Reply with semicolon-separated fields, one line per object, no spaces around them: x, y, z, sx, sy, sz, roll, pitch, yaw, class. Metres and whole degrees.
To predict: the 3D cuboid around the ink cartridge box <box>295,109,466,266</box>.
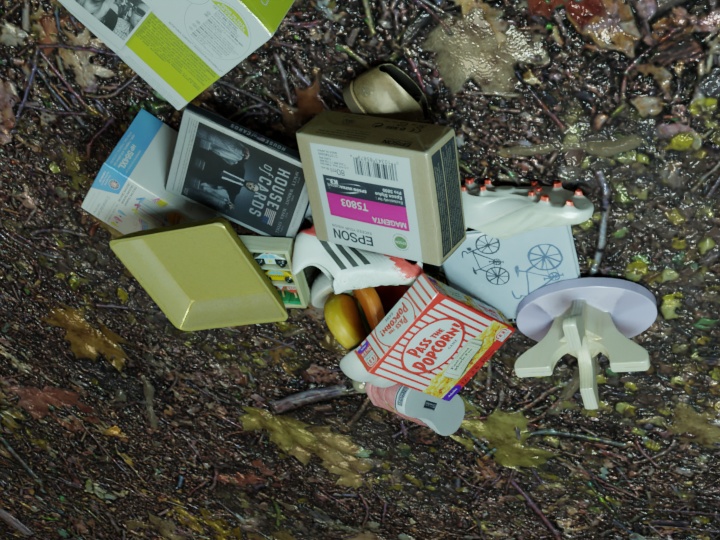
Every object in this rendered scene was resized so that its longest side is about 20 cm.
0.027;-0.107;1.359;0.199;0.075;0.166;12;128;31;ink cartridge box

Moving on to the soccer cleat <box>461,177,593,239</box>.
0.216;-0.077;1.425;0.199;0.069;0.078;8;119;29;soccer cleat

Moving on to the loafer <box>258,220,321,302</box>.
-0.106;-0.035;1.634;0.068;0.076;0.201;-3;122;40;loafer

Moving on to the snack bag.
0.215;0.004;1.534;0.198;0.022;0.189;-6;134;18;snack bag

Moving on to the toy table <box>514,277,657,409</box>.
0.316;0.094;1.506;0.199;0.118;0.184;-15;130;27;toy table

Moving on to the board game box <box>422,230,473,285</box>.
0.147;0.016;1.600;0.104;0.024;0.201;7;137;16;board game box

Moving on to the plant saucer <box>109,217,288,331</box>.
-0.221;-0.001;1.508;0.198;0.049;0.201;-8;135;27;plant saucer

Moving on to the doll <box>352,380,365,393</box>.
0.069;0.184;1.803;0.199;0.049;0.137;-11;132;34;doll

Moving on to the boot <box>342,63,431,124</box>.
0.069;-0.183;1.388;0.075;0.074;0.200;-31;114;34;boot

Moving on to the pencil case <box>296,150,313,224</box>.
-0.108;-0.129;1.517;0.199;0.083;0.091;23;112;2;pencil case

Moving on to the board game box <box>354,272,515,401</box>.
0.107;0.099;1.513;0.199;0.046;0.152;24;112;-46;board game box

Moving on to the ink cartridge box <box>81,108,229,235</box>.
-0.287;-0.113;1.590;0.199;0.126;0.129;33;140;-11;ink cartridge box

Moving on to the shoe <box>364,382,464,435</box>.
0.090;0.210;1.733;0.091;0.072;0.200;20;175;38;shoe

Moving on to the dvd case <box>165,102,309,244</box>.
-0.163;-0.128;1.467;0.199;0.025;0.151;25;132;1;dvd case

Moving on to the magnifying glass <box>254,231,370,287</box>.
-0.059;-0.027;1.547;0.199;0.080;0.023;21;121;8;magnifying glass

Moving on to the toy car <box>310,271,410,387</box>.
0.029;0.070;1.604;0.149;0.176;0.200;-31;159;13;toy car

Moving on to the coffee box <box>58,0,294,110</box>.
-0.189;-0.349;1.224;0.200;0.200;0.197;43;137;-21;coffee box

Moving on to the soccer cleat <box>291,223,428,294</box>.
0.000;0.000;1.476;0.198;0.086;0.069;20;172;-2;soccer cleat

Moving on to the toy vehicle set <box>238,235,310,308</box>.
-0.180;0.000;1.555;0.198;0.027;0.125;3;139;18;toy vehicle set
